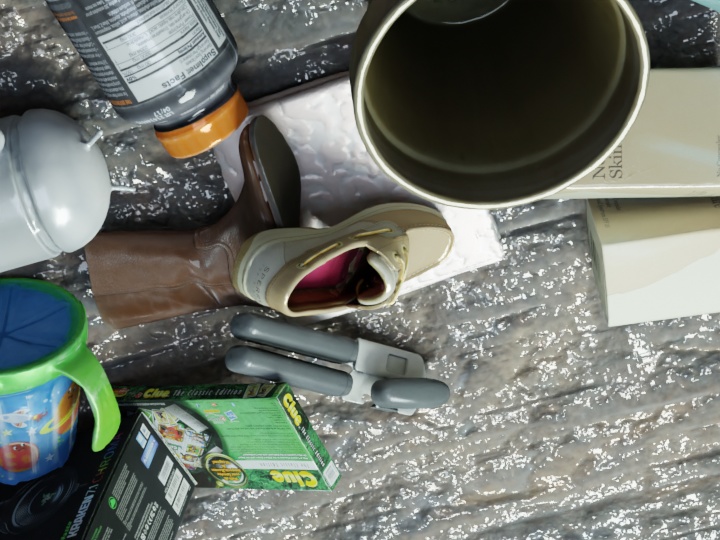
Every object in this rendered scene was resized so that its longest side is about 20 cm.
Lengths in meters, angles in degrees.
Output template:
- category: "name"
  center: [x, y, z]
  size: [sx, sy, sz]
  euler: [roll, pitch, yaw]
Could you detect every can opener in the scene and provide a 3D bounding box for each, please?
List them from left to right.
- category: "can opener"
  center: [-0.013, 0.076, 1.455]
  size: [0.200, 0.067, 0.053]
  euler: [17, 78, -38]

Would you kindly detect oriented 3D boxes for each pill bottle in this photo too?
- category: "pill bottle"
  center: [-0.159, -0.181, 1.321]
  size: [0.106, 0.106, 0.200]
  euler: [-25, 117, 11]

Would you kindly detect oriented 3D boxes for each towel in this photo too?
- category: "towel"
  center: [-0.003, -0.065, 1.432]
  size: [0.191, 0.032, 0.200]
  euler: [-18, 118, 7]

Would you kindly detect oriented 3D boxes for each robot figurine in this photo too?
- category: "robot figurine"
  center: [-0.278, -0.056, 1.380]
  size: [0.199, 0.113, 0.170]
  euler: [-16, 153, 7]

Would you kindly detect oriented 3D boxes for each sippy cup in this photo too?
- category: "sippy cup"
  center: [-0.284, 0.096, 1.455]
  size: [0.139, 0.178, 0.131]
  euler: [-15, 127, -21]

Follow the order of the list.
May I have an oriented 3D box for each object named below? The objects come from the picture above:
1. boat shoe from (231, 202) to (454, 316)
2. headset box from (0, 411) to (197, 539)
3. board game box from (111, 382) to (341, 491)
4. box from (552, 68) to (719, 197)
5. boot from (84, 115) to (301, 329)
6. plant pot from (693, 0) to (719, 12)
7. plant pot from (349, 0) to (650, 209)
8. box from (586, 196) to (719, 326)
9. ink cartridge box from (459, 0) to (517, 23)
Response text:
- category: "boat shoe"
  center: [0.000, 0.000, 1.364]
  size: [0.200, 0.069, 0.074]
  euler: [-14, 128, -36]
- category: "headset box"
  center: [-0.259, 0.227, 1.482]
  size: [0.200, 0.174, 0.093]
  euler: [-19, 120, 27]
- category: "board game box"
  center: [-0.119, 0.138, 1.486]
  size: [0.200, 0.023, 0.105]
  euler: [-3, 125, 37]
- category: "box"
  center: [0.187, -0.103, 1.365]
  size: [0.199, 0.078, 0.095]
  euler: [-2, 88, -2]
- category: "boot"
  center: [-0.141, -0.032, 1.406]
  size: [0.199, 0.064, 0.187]
  euler: [-2, 125, 18]
- category: "plant pot"
  center: [0.251, -0.263, 1.195]
  size: [0.196, 0.200, 0.196]
  euler: [11, 125, -45]
- category: "plant pot"
  center: [0.081, -0.173, 1.236]
  size: [0.199, 0.174, 0.200]
  euler: [-6, 132, -6]
- category: "box"
  center: [0.286, -0.021, 1.431]
  size: [0.199, 0.095, 0.078]
  euler: [-9, 118, 1]
- category: "ink cartridge box"
  center: [0.086, -0.291, 1.304]
  size: [0.173, 0.044, 0.200]
  euler: [23, 116, -12]
